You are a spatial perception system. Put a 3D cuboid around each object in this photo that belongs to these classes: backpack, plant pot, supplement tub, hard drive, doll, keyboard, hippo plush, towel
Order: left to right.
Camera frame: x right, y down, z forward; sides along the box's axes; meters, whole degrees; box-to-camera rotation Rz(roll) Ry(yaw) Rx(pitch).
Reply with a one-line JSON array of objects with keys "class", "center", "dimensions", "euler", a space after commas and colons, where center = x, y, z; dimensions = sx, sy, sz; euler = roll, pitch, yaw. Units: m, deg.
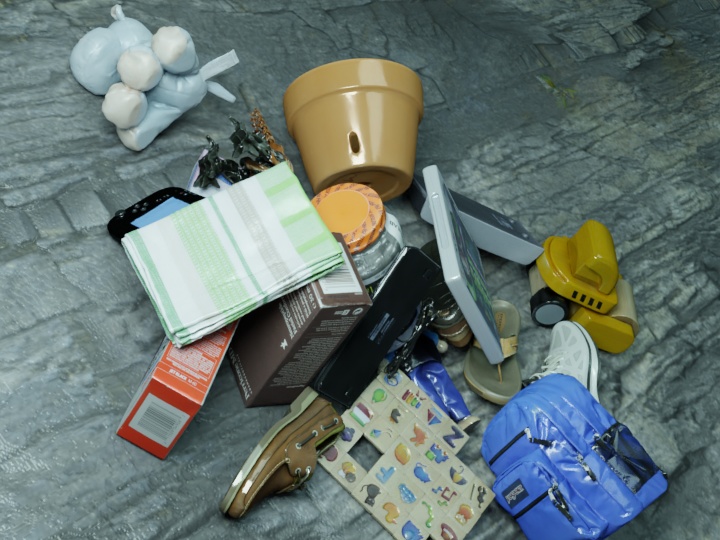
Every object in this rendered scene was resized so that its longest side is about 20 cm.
[{"class": "hippo plush", "center": [-0.278, -0.273, 1.433], "dimensions": [0.161, 0.160, 0.199], "euler": [42, 57, 20]}, {"class": "towel", "center": [-0.134, -0.024, 1.175], "dimensions": [0.198, 0.031, 0.150], "euler": [-27, 63, -11]}, {"class": "plant pot", "center": [-0.004, -0.178, 1.553], "dimensions": [0.198, 0.199, 0.142], "euler": [7, 67, -33]}, {"class": "supplement tub", "center": [0.000, 0.000, 1.354], "dimensions": [0.120, 0.201, 0.124], "euler": [-8, 48, 9]}, {"class": "keyboard", "center": [0.030, 0.071, 1.322], "dimensions": [0.021, 0.201, 0.127], "euler": [33, -2, 42]}, {"class": "doll", "center": [0.068, 0.121, 1.429], "dimensions": [0.135, 0.049, 0.201], "euler": [-11, 62, -44]}, {"class": "hard drive", "center": [0.161, -0.074, 1.647], "dimensions": [0.198, 0.043, 0.135], "euler": [23, 15, -19]}, {"class": "backpack", "center": [0.243, 0.235, 1.373], "dimensions": [0.167, 0.163, 0.201], "euler": [-22, 70, -43]}]

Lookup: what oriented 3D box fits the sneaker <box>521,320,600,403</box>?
[{"class": "sneaker", "center": [0.264, 0.140, 1.542], "dimensions": [0.114, 0.076, 0.203], "euler": [20, 46, -24]}]

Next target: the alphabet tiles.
[{"class": "alphabet tiles", "center": [0.060, 0.227, 1.324], "dimensions": [0.200, 0.008, 0.167], "euler": [44, 54, 4]}]

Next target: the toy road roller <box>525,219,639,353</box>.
[{"class": "toy road roller", "center": [0.344, 0.016, 1.663], "dimensions": [0.198, 0.146, 0.124], "euler": [22, 43, -20]}]

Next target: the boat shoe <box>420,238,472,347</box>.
[{"class": "boat shoe", "center": [0.116, 0.030, 1.540], "dimensions": [0.201, 0.075, 0.074], "euler": [-89, 154, -55]}]

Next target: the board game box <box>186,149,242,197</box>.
[{"class": "board game box", "center": [-0.137, -0.034, 1.417], "dimensions": [0.198, 0.041, 0.201], "euler": [27, 41, -16]}]

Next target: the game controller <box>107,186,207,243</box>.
[{"class": "game controller", "center": [-0.209, -0.050, 1.284], "dimensions": [0.104, 0.199, 0.042], "euler": [-42, 127, -20]}]

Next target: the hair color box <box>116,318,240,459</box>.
[{"class": "hair color box", "center": [-0.184, 0.088, 1.215], "dimensions": [0.063, 0.111, 0.201], "euler": [30, 40, -9]}]

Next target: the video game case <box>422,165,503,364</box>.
[{"class": "video game case", "center": [0.132, -0.006, 1.442], "dimensions": [0.201, 0.023, 0.184], "euler": [58, 19, -49]}]

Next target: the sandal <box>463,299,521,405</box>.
[{"class": "sandal", "center": [0.184, 0.098, 1.518], "dimensions": [0.079, 0.055, 0.201], "euler": [11, 40, 4]}]

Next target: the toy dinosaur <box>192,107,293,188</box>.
[{"class": "toy dinosaur", "center": [-0.130, -0.120, 1.421], "dimensions": [0.135, 0.103, 0.201], "euler": [26, 20, -38]}]

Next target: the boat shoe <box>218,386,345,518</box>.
[{"class": "boat shoe", "center": [-0.077, 0.202, 1.219], "dimensions": [0.068, 0.072, 0.200], "euler": [37, 42, 4]}]

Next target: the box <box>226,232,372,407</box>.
[{"class": "box", "center": [-0.076, 0.056, 1.258], "dimensions": [0.074, 0.201, 0.101], "euler": [-2, 54, -35]}]
